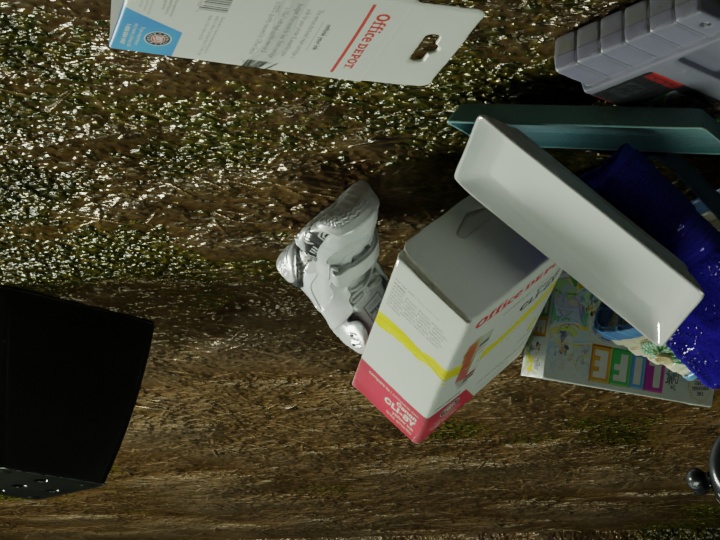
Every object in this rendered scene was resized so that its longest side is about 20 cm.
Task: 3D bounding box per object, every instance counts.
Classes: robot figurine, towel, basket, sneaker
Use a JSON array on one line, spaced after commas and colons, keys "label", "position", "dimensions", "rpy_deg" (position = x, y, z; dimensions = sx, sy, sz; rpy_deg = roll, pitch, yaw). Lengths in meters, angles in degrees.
[{"label": "robot figurine", "position": [0.525, 0.266, 2.255], "dimensions": [0.149, 0.126, 0.200], "rpy_deg": [27, 171, 20]}, {"label": "towel", "position": [0.228, 0.004, 1.240], "dimensions": [0.200, 0.050, 0.148], "rpy_deg": [42, 162, -2]}, {"label": "basket", "position": [0.255, -0.011, 1.380], "dimensions": [0.200, 0.140, 0.176], "rpy_deg": [42, 148, -11]}, {"label": "sneaker", "position": [0.000, 0.000, 1.418], "dimensions": [0.115, 0.075, 0.200], "rpy_deg": [48, 160, -1]}]

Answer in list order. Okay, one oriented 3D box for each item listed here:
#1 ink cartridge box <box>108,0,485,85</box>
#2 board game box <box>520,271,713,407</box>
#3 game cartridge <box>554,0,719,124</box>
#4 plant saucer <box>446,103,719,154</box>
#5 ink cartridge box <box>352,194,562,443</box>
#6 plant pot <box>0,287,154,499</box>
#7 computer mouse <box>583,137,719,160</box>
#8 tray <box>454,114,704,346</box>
[{"label": "ink cartridge box", "position": [-0.038, -0.168, 0.978], "dimensions": [0.198, 0.069, 0.116], "rpy_deg": [6, 162, -16]}, {"label": "board game box", "position": [0.241, 0.042, 1.522], "dimensions": [0.198, 0.136, 0.034], "rpy_deg": [11, 176, -31]}, {"label": "game cartridge", "position": [0.240, -0.133, 1.141], "dimensions": [0.199, 0.039, 0.129], "rpy_deg": [15, 153, -38]}, {"label": "plant saucer", "position": [0.162, -0.101, 1.197], "dimensions": [0.198, 0.019, 0.070], "rpy_deg": [6, 172, 33]}, {"label": "ink cartridge box", "position": [0.085, 0.030, 1.385], "dimensions": [0.145, 0.083, 0.201], "rpy_deg": [-37, 161, -29]}, {"label": "plant pot", "position": [-0.354, 0.141, 1.794], "dimensions": [0.198, 0.180, 0.199], "rpy_deg": [16, 156, -41]}, {"label": "computer mouse", "position": [0.262, -0.082, 1.266], "dimensions": [0.197, 0.034, 0.059], "rpy_deg": [3, -165, -5]}, {"label": "tray", "position": [0.156, -0.032, 1.209], "dimensions": [0.199, 0.022, 0.108], "rpy_deg": [40, 159, 9]}]
